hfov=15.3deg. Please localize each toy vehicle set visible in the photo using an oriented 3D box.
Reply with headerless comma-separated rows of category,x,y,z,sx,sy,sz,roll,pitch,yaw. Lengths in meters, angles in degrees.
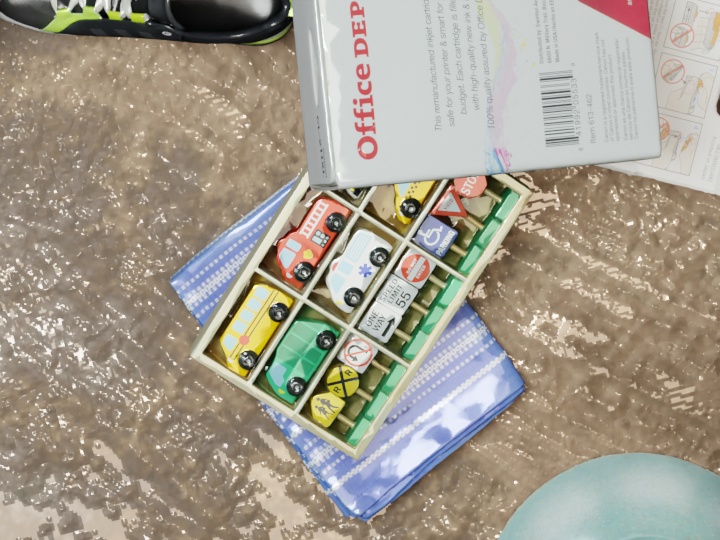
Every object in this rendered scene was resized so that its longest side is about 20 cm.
toy vehicle set,0.000,0.000,1.635,0.124,0.027,0.200,31,98,-9

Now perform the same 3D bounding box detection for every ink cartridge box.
ink cartridge box,0.064,-0.128,1.568,0.200,0.083,0.146,-6,92,-13
ink cartridge box,0.157,-0.144,1.660,0.200,0.050,0.161,13,95,-11

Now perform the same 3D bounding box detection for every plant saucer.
plant saucer,0.177,0.218,1.711,0.201,0.039,0.201,-1,98,-6

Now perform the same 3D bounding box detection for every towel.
towel,-0.006,0.041,1.673,0.145,0.024,0.200,-38,100,-2

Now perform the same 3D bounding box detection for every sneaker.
sneaker,-0.127,-0.173,1.599,0.200,0.083,0.072,3,97,-8
